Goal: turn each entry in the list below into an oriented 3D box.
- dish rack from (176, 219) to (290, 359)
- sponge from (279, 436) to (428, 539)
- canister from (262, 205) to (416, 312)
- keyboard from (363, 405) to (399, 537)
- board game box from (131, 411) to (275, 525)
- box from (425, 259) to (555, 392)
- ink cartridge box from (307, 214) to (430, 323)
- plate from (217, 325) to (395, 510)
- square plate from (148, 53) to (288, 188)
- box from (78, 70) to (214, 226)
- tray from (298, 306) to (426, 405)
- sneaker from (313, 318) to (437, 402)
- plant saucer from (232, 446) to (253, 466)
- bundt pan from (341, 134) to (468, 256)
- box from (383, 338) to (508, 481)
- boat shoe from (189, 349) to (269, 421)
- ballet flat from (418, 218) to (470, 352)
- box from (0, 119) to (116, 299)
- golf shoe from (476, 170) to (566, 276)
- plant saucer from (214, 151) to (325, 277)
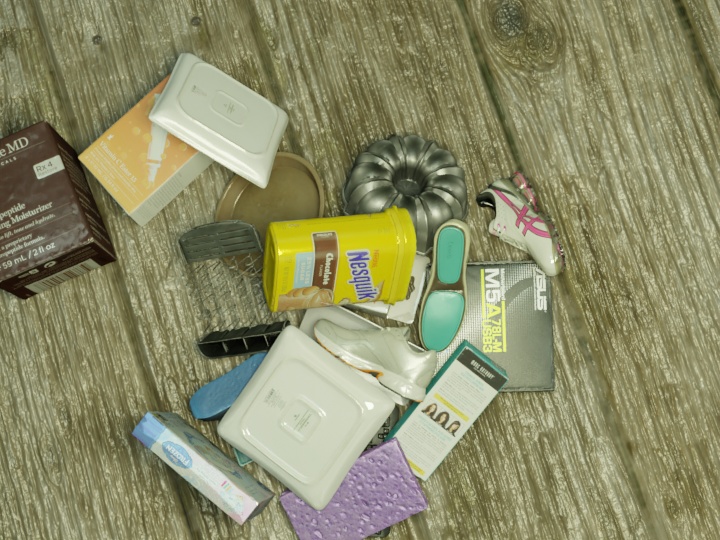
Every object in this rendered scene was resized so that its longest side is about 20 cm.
[{"bbox_3d":[-0.194,0.026,1.716,0.152,0.055,0.201,-10,110,23],"label":"dish rack"},{"bbox_3d":[-0.009,0.337,1.696,0.199,0.030,0.112,-28,92,11],"label":"sponge"},{"bbox_3d":[-0.033,-0.012,1.636,0.198,0.149,0.087,-6,47,-15],"label":"canister"},{"bbox_3d":[0.002,0.296,1.732,0.103,0.040,0.202,4,80,1],"label":"keyboard"},{"bbox_3d":[-0.220,0.280,1.656,0.199,0.200,0.043,37,86,7],"label":"board game box"},{"bbox_3d":[0.196,0.086,1.754,0.191,0.048,0.202,-1,85,3],"label":"box"},{"bbox_3d":[0.000,0.000,1.763,0.198,0.068,0.117,15,81,3],"label":"ink cartridge box"},{"bbox_3d":[-0.083,0.215,1.669,0.199,0.032,0.200,36,97,7],"label":"plate"},{"bbox_3d":[-0.203,-0.234,1.733,0.197,0.201,0.028,31,127,-15],"label":"square plate"},{"bbox_3d":[-0.314,-0.186,1.784,0.200,0.098,0.124,-44,83,-6],"label":"box"},{"bbox_3d":[0.002,0.118,1.749,0.199,0.022,0.108,27,117,5],"label":"tray"},{"bbox_3d":[0.026,0.111,1.697,0.199,0.076,0.092,29,88,16],"label":"sneaker"},{"bbox_3d":[-0.102,0.226,1.746,0.199,0.019,0.070,-25,64,0],"label":"plant saucer"},{"bbox_3d":[0.072,-0.125,1.744,0.200,0.076,0.203,3,59,-4],"label":"bundt pan"},{"bbox_3d":[0.124,0.206,1.705,0.082,0.049,0.200,37,99,-5],"label":"box"},{"bbox_3d":[-0.161,0.168,1.743,0.198,0.069,0.085,-18,71,3],"label":"boat shoe"},{"bbox_3d":[0.128,0.021,1.704,0.069,0.070,0.202,11,104,3],"label":"ballet flat"},{"bbox_3d":[-0.491,-0.086,1.738,0.165,0.164,0.201,-24,81,-3],"label":"box"},{"bbox_3d":[0.244,-0.059,1.743,0.092,0.073,0.201,-24,49,1],"label":"golf shoe"},{"bbox_3d":[-0.135,-0.083,1.761,0.199,0.029,0.202,-9,71,27],"label":"plant saucer"}]
